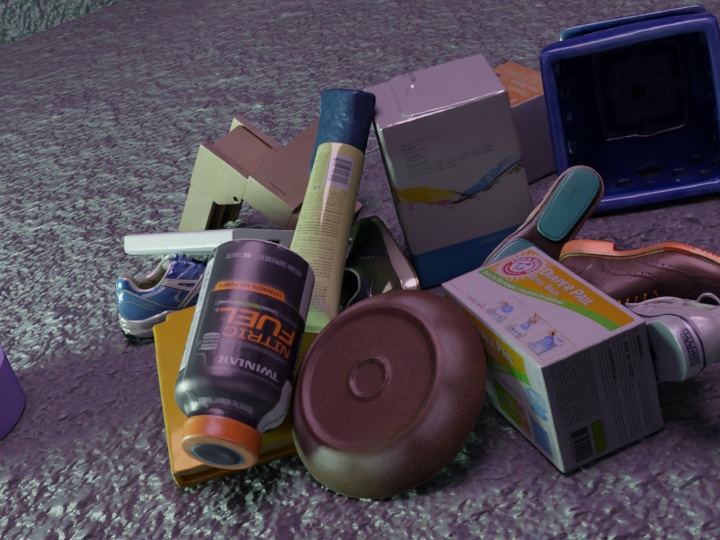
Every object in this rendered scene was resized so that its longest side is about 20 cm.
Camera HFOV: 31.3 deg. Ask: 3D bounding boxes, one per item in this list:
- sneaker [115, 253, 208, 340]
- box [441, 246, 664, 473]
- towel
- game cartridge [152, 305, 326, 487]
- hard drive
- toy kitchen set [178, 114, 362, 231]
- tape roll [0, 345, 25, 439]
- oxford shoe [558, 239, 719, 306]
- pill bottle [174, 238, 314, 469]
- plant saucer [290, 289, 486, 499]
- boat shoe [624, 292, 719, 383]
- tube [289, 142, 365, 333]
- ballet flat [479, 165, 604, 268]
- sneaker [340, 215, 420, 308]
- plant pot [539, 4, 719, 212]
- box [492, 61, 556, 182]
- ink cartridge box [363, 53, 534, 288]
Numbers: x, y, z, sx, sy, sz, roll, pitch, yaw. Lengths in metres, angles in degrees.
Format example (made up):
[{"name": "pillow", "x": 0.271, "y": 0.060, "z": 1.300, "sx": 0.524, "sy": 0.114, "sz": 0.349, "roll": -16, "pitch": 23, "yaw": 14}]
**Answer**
[{"name": "sneaker", "x": -0.191, "y": 0.016, "z": 1.506, "sx": 0.200, "sy": 0.077, "sz": 0.076, "roll": -20, "pitch": 25, "yaw": -12}, {"name": "box", "x": 0.166, "y": 0.072, "z": 1.144, "sx": 0.101, "sy": 0.113, "sz": 0.200, "roll": -22, "pitch": 26, "yaw": -13}, {"name": "towel", "x": -0.031, "y": -0.103, "z": 1.412, "sx": 0.048, "sy": 0.200, "sz": 0.112, "roll": 11, "pitch": 5, "yaw": -13}, {"name": "game cartridge", "x": -0.110, "y": 0.103, "z": 1.264, "sx": 0.176, "sy": 0.032, "sz": 0.200, "roll": -16, "pitch": 46, "yaw": 1}, {"name": "hard drive", "x": -0.173, "y": -0.034, "z": 1.559, "sx": 0.200, "sy": 0.027, "sz": 0.132, "roll": -1, "pitch": 0, "yaw": 43}, {"name": "toy kitchen set", "x": -0.096, "y": -0.092, "z": 1.667, "sx": 0.200, "sy": 0.181, "sz": 0.163, "roll": 37, "pitch": 51, "yaw": 10}, {"name": "tape roll", "x": -0.479, "y": 0.154, "z": 1.424, "sx": 0.200, "sy": 0.066, "sz": 0.200, "roll": -14, "pitch": 27, "yaw": 7}, {"name": "oxford shoe", "x": 0.278, "y": 0.019, "z": 1.253, "sx": 0.200, "sy": 0.071, "sz": 0.073, "roll": 3, "pitch": 53, "yaw": 40}, {"name": "pill bottle", "x": -0.110, "y": 0.079, "z": 1.186, "sx": 0.106, "sy": 0.106, "sz": 0.200, "roll": -4, "pitch": 57, "yaw": 24}, {"name": "plant saucer", "x": 0.014, "y": 0.102, "z": 1.145, "sx": 0.200, "sy": 0.037, "sz": 0.201, "roll": -15, "pitch": 57, "yaw": 25}, {"name": "boat shoe", "x": 0.274, "y": 0.052, "z": 1.108, "sx": 0.086, "sy": 0.075, "sz": 0.202, "roll": -21, "pitch": -3, "yaw": -9}, {"name": "tube", "x": -0.041, "y": -0.031, "z": 1.300, "sx": 0.058, "sy": 0.052, "sz": 0.200, "roll": -22, "pitch": 51, "yaw": 56}, {"name": "ballet flat", "x": 0.188, "y": -0.022, "z": 1.355, "sx": 0.200, "sy": 0.068, "sz": 0.067, "roll": -47, "pitch": -10, "yaw": -6}, {"name": "sneaker", "x": 0.000, "y": 0.000, "z": 1.431, "sx": 0.090, "sy": 0.067, "sz": 0.200, "roll": -16, "pitch": 29, "yaw": -9}, {"name": "plant pot", "x": 0.324, "y": -0.198, "z": 1.490, "sx": 0.200, "sy": 0.200, "sz": 0.180, "roll": -8, "pitch": 21, "yaw": 16}, {"name": "box", "x": 0.154, "y": -0.170, "z": 1.628, "sx": 0.200, "sy": 0.106, "sz": 0.152, "roll": -25, "pitch": 27, "yaw": -16}, {"name": "ink cartridge box", "x": 0.103, "y": -0.115, "z": 1.444, "sx": 0.146, "sy": 0.200, "sz": 0.147, "roll": -16, "pitch": 27, "yaw": 1}]
